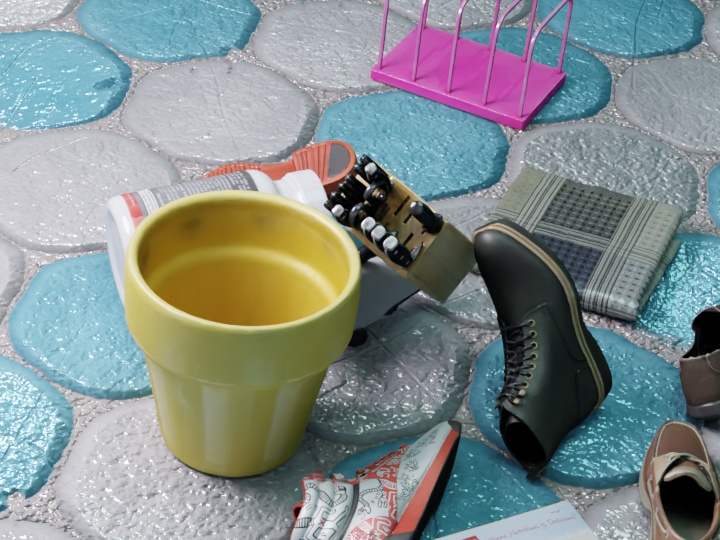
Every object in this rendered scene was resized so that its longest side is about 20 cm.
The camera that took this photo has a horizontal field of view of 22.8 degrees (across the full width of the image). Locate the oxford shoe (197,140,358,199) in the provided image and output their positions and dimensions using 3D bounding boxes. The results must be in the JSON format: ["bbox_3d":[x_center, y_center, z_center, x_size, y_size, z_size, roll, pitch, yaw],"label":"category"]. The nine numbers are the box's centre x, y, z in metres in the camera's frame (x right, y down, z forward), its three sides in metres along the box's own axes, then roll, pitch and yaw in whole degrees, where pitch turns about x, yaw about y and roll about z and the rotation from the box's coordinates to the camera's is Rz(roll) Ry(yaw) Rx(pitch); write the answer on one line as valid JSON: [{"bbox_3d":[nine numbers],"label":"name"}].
[{"bbox_3d":[-0.091,-0.067,1.787,0.198,0.073,0.072,-12,54,9],"label":"oxford shoe"}]

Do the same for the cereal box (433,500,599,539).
[{"bbox_3d":[0.154,0.274,1.411,0.143,0.040,0.200,-11,39,-24],"label":"cereal box"}]

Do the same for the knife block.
[{"bbox_3d":[0.049,-0.025,1.564,0.200,0.064,0.176,39,3,-27],"label":"knife block"}]

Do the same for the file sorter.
[{"bbox_3d":[0.135,-0.277,2.097,0.198,0.126,0.139,21,37,19],"label":"file sorter"}]

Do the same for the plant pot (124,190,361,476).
[{"bbox_3d":[-0.104,0.064,1.531,0.198,0.190,0.202,4,35,-3],"label":"plant pot"}]

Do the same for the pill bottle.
[{"bbox_3d":[-0.131,-0.030,1.673,0.198,0.117,0.116,-12,39,-16],"label":"pill bottle"}]

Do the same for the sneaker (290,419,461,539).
[{"bbox_3d":[0.011,0.179,1.495,0.107,0.068,0.202,18,40,11],"label":"sneaker"}]

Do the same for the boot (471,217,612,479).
[{"bbox_3d":[0.142,0.068,1.583,0.077,0.201,0.138,-24,15,43],"label":"boot"}]

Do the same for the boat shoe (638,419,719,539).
[{"bbox_3d":[0.278,0.190,1.519,0.075,0.072,0.201,7,36,0],"label":"boat shoe"}]

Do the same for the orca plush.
[{"bbox_3d":[0.000,0.000,1.703,0.071,0.106,0.199,28,50,35],"label":"orca plush"}]

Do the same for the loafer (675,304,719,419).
[{"bbox_3d":[0.355,0.059,1.694,0.072,0.071,0.200,-12,24,34],"label":"loafer"}]

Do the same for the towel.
[{"bbox_3d":[0.225,-0.028,1.856,0.191,0.035,0.200,16,39,18],"label":"towel"}]
